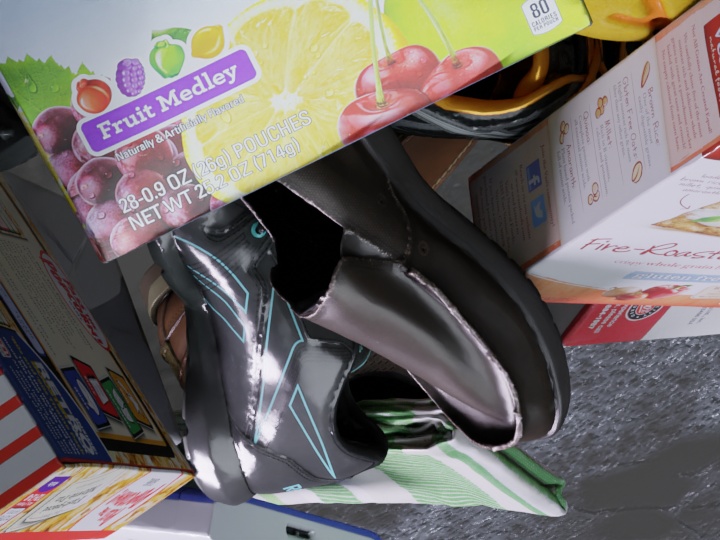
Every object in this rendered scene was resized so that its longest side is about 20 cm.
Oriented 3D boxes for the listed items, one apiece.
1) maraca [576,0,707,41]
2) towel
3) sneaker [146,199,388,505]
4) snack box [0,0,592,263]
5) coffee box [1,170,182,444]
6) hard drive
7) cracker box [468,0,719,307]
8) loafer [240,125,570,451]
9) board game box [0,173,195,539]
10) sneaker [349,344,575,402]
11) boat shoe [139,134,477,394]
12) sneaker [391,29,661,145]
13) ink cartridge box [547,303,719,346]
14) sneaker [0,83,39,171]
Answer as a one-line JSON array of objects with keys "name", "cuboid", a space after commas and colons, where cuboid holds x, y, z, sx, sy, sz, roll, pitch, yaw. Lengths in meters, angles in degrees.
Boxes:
[{"name": "maraca", "cuboid": [0.126, -0.150, 0.885, 0.200, 0.107, 0.137, -31, -170, 32]}, {"name": "towel", "cuboid": [-0.021, 0.089, 1.144, 0.199, 0.023, 0.153, -4, 161, 24]}, {"name": "sneaker", "cuboid": [-0.037, 0.002, 1.015, 0.079, 0.075, 0.200, -1, 122, 13]}, {"name": "snack box", "cuboid": [-0.048, -0.128, 0.743, 0.168, 0.068, 0.200, -27, 115, 1]}, {"name": "coffee box", "cuboid": [-0.187, 0.063, 1.040, 0.200, 0.115, 0.080, -32, 153, 19]}, {"name": "hard drive", "cuboid": [-0.108, 0.115, 1.166, 0.200, 0.025, 0.132, 2, 168, 34]}, {"name": "cracker box", "cuboid": [0.145, -0.041, 0.942, 0.134, 0.058, 0.200, 2, 160, -25]}, {"name": "loafer", "cuboid": [0.000, 0.000, 0.957, 0.071, 0.200, 0.073, -48, -163, -28]}, {"name": "board game box", "cuboid": [-0.132, 0.018, 0.859, 0.046, 0.152, 0.200, -34, 170, 4]}, {"name": "sneaker", "cuboid": [0.034, 0.045, 1.197, 0.199, 0.085, 0.077, -7, 149, -28]}, {"name": "boat shoe", "cuboid": [-0.010, -0.013, 1.083, 0.072, 0.068, 0.200, 10, 139, -45]}, {"name": "sneaker", "cuboid": [0.074, -0.081, 0.988, 0.199, 0.079, 0.077, -6, -178, -28]}, {"name": "ink cartridge box", "cuboid": [0.189, -0.042, 1.158, 0.199, 0.084, 0.144, -2, 146, -31]}, {"name": "sneaker", "cuboid": [-0.061, -0.109, 0.844, 0.200, 0.066, 0.090, -52, 156, 8]}]
